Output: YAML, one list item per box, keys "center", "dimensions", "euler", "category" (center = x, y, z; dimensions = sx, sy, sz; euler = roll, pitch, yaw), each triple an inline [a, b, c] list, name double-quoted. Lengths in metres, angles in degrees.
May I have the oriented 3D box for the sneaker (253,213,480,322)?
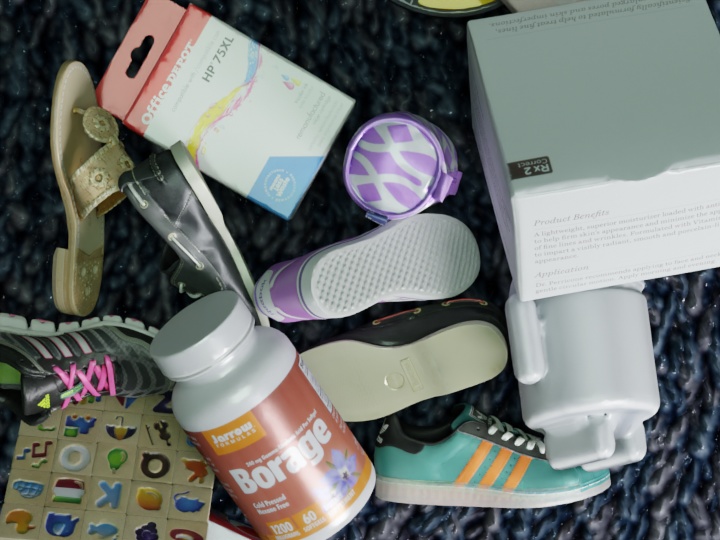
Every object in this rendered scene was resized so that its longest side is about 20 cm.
- center: [0.000, -0.001, 1.515]
  dimensions: [0.200, 0.114, 0.073]
  euler: [-9, 88, -40]
  category: "sneaker"

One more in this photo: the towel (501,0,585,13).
- center: [0.177, -0.298, 1.505]
  dimensions: [0.191, 0.032, 0.200]
  euler: [43, 87, -23]
  category: "towel"

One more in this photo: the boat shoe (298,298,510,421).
- center: [0.028, 0.074, 1.532]
  dimensions: [0.200, 0.063, 0.074]
  euler: [-14, 111, 13]
  category: "boat shoe"

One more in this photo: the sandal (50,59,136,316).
- center: [-0.208, -0.064, 1.500]
  dimensions: [0.069, 0.078, 0.213]
  euler: [8, 105, 19]
  category: "sandal"

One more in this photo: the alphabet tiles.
- center: [-0.202, 0.171, 1.487]
  dimensions: [0.165, 0.006, 0.201]
  euler: [6, 48, -2]
  category: "alphabet tiles"

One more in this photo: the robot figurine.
- center: [0.182, 0.061, 1.495]
  dimensions: [0.113, 0.169, 0.201]
  euler: [-18, 69, 40]
  category: "robot figurine"

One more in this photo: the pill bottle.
- center: [-0.082, 0.120, 1.476]
  dimensions: [0.112, 0.112, 0.201]
  euler: [-34, 111, 0]
  category: "pill bottle"

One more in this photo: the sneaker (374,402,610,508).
- center: [0.111, 0.153, 1.529]
  dimensions: [0.198, 0.071, 0.081]
  euler: [0, 96, 0]
  category: "sneaker"

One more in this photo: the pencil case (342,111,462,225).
- center: [0.037, -0.084, 1.458]
  dimensions: [0.085, 0.200, 0.085]
  euler: [15, 97, 4]
  category: "pencil case"

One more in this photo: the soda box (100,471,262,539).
- center: [-0.134, 0.235, 1.529]
  dimensions: [0.199, 0.063, 0.070]
  euler: [25, 91, -3]
  category: "soda box"

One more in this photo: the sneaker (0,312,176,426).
- center: [-0.244, 0.087, 1.497]
  dimensions: [0.198, 0.088, 0.074]
  euler: [5, 129, 4]
  category: "sneaker"

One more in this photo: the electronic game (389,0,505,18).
- center: [0.076, -0.312, 1.529]
  dimensions: [0.198, 0.042, 0.202]
  euler: [0, 92, -1]
  category: "electronic game"

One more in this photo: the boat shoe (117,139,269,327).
- center: [-0.131, -0.011, 1.494]
  dimensions: [0.067, 0.072, 0.201]
  euler: [-29, 121, -5]
  category: "boat shoe"

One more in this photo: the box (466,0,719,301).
- center: [0.198, -0.103, 1.449]
  dimensions: [0.197, 0.131, 0.201]
  euler: [-10, 51, -1]
  category: "box"

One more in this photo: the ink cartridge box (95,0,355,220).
- center: [-0.117, -0.140, 1.516]
  dimensions: [0.199, 0.067, 0.117]
  euler: [30, 91, -2]
  category: "ink cartridge box"
